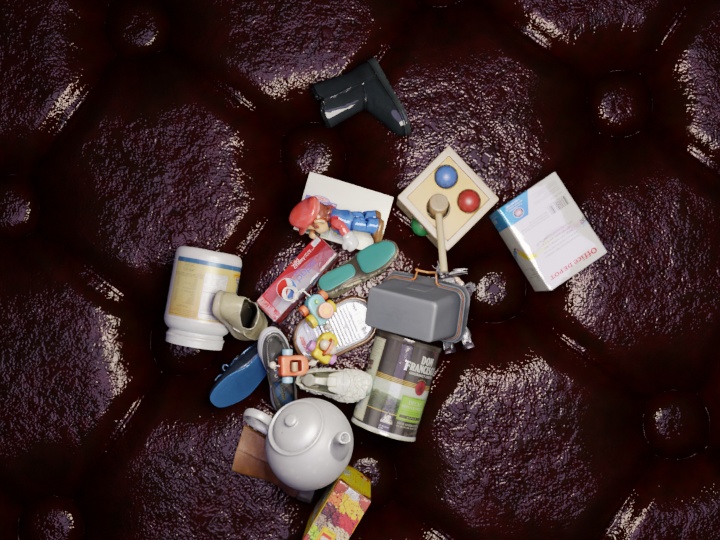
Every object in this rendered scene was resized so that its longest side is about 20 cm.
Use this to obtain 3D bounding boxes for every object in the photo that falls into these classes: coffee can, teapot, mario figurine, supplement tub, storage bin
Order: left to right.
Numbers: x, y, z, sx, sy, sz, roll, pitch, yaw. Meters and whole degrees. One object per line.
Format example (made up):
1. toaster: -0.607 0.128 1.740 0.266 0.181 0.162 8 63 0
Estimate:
1. supplement tub: -0.337 0.059 1.646 0.142 0.145 0.203 10 88 1
2. teapot: -0.119 0.332 1.557 0.198 0.147 0.198 -29 46 2
3. mario figurine: -0.056 -0.092 1.643 0.197 0.123 0.108 8 84 -13
4. coffee can: 0.075 0.239 1.633 0.144 0.146 0.203 16 88 1
5. storage bin: 0.110 0.073 1.601 0.197 0.134 0.148 13 100 26

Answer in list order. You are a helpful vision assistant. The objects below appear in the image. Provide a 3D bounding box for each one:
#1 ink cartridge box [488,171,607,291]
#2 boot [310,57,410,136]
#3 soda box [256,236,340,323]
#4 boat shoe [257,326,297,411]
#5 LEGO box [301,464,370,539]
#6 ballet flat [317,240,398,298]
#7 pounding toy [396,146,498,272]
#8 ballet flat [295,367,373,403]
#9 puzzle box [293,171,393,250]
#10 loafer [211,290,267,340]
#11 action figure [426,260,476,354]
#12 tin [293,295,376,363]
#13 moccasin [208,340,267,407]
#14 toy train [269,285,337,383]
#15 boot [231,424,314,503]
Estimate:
1. ink cartridge box: 0.392 -0.076 1.645 0.146 0.145 0.202 -32 87 0
2. boot: -0.001 -0.349 1.694 0.166 0.076 0.202 -28 81 -4
3. soda box: -0.135 0.020 1.682 0.063 0.070 0.200 43 87 7
4. boat shoe: -0.169 0.219 1.638 0.069 0.066 0.203 -13 113 -24
5. LEGO box: -0.047 0.495 1.595 0.077 0.200 0.150 32 88 2
6. ballet flat: 0.000 0.000 1.680 0.198 0.075 0.068 -30 63 9
7. pounding toy: 0.179 -0.125 1.651 0.200 0.142 0.184 -44 87 -2
8. ballet flat: -0.063 0.238 1.621 0.198 0.071 0.073 -5 86 44
9. puzzle box: -0.037 -0.126 1.711 0.197 0.025 0.135 17 88 1
10. loafer: -0.240 0.102 1.617 0.067 0.200 0.077 9 74 23
11. action figure: 0.194 0.075 1.678 0.128 0.069 0.203 -16 82 17
12. tin: -0.054 0.128 1.695 0.198 0.042 0.113 -25 83 0
13. moccasin: -0.245 0.216 1.677 0.199 0.068 0.081 -37 120 -12
14. toy train: -0.109 0.134 1.608 0.148 0.055 0.204 7 82 -27
15. boot: -0.163 0.381 1.683 0.197 0.068 0.191 22 95 9
